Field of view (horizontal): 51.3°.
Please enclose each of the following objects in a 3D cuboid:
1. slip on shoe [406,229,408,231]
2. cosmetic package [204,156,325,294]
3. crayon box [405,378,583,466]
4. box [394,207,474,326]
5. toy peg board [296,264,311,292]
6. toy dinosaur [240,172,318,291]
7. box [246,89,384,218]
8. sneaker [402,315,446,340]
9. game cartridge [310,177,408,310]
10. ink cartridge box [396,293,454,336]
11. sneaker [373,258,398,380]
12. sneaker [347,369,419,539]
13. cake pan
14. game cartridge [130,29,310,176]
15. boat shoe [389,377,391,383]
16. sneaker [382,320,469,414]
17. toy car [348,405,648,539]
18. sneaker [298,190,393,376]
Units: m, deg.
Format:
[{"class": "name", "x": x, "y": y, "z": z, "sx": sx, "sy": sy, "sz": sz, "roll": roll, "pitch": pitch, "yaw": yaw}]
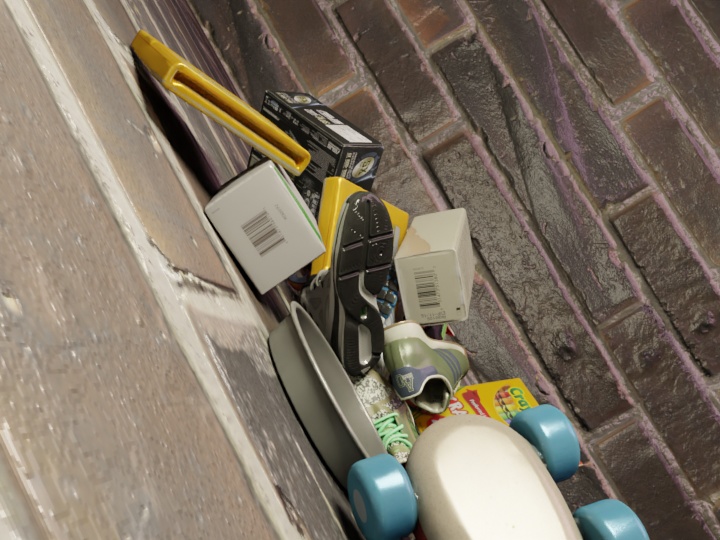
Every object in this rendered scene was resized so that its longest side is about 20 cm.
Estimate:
[{"class": "slip on shoe", "x": 0.012, "y": -0.055, "z": 1.226, "sx": 0.199, "sy": 0.077, "sz": 0.060, "roll": 32, "pitch": 21, "yaw": 31}, {"class": "cosmetic package", "x": -0.103, "y": -0.059, "z": 0.825, "sx": 0.108, "sy": 0.084, "sz": 0.200, "roll": 56, "pitch": 3, "yaw": -15}, {"class": "crayon box", "x": 0.159, "y": 0.196, "z": 0.917, "sx": 0.127, "sy": 0.197, "sz": 0.052, "roll": -121, "pitch": -150, "yaw": -56}, {"class": "box", "x": 0.102, "y": -0.009, "z": 0.978, "sx": 0.200, "sy": 0.076, "sz": 0.097, "roll": -57, "pitch": 136, "yaw": -70}, {"class": "toy peg board", "x": -0.041, "y": 0.028, "z": 1.236, "sx": 0.202, "sy": 0.097, "sz": 0.199, "roll": 60, "pitch": 0, "yaw": 9}, {"class": "toy dinosaur", "x": -0.104, "y": -0.062, "z": 1.085, "sx": 0.200, "sy": 0.103, "sz": 0.185, "roll": -167, "pitch": -115, "yaw": -77}, {"class": "box", "x": -0.076, "y": -0.156, "z": 1.136, "sx": 0.085, "sy": 0.166, "sz": 0.199, "roll": -8, "pitch": 36, "yaw": -43}, {"class": "sneaker", "x": 0.085, "y": 0.106, "z": 1.032, "sx": 0.084, "sy": 0.076, "sz": 0.202, "roll": 45, "pitch": 30, "yaw": -46}, {"class": "game cartridge", "x": 0.000, "y": 0.000, "z": 0.995, "sx": 0.175, "sy": 0.032, "sz": 0.204, "roll": 20, "pitch": 73, "yaw": -53}, {"class": "ink cartridge box", "x": 0.049, "y": 0.039, "z": 1.161, "sx": 0.201, "sy": 0.067, "sz": 0.116, "roll": 53, "pitch": -12, "yaw": -16}, {"class": "sneaker", "x": 0.011, "y": 0.080, "z": 0.932, "sx": 0.087, "sy": 0.074, "sz": 0.203, "roll": 46, "pitch": 53, "yaw": -68}, {"class": "sneaker", "x": 0.040, "y": 0.188, "z": 0.799, "sx": 0.202, "sy": 0.076, "sz": 0.089, "roll": 60, "pitch": -12, "yaw": 13}, {"class": "cake pan", "x": -0.027, "y": 0.124, "z": 0.696, "sx": 0.202, "sy": 0.036, "sz": 0.200, "roll": 60, "pitch": 0, "yaw": 0}, {"class": "game cartridge", "x": -0.156, "y": -0.188, "z": 0.820, "sx": 0.175, "sy": 0.033, "sz": 0.200, "roll": 32, "pitch": 10, "yaw": -35}, {"class": "boat shoe", "x": -0.021, "y": 0.091, "z": 1.083, "sx": 0.075, "sy": 0.061, "sz": 0.202, "roll": -9, "pitch": 69, "yaw": -61}, {"class": "sneaker", "x": 0.082, "y": 0.128, "z": 0.886, "sx": 0.200, "sy": 0.066, "sz": 0.091, "roll": 33, "pitch": 39, "yaw": -56}, {"class": "toy car", "x": 0.092, "y": 0.240, "z": 0.603, "sx": 0.178, "sy": 0.181, "sz": 0.202, "roll": -121, "pitch": -151, "yaw": -42}, {"class": "sneaker", "x": -0.029, "y": 0.004, "z": 0.810, "sx": 0.115, "sy": 0.075, "sz": 0.204, "roll": 27, "pitch": -58, "yaw": 45}]
